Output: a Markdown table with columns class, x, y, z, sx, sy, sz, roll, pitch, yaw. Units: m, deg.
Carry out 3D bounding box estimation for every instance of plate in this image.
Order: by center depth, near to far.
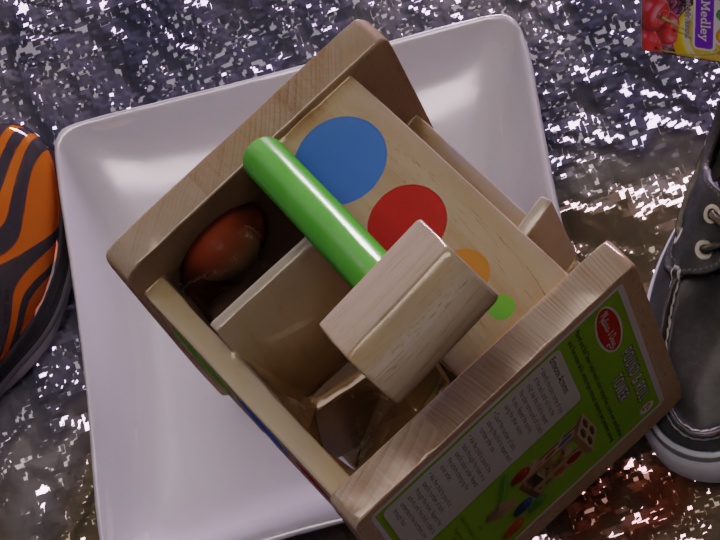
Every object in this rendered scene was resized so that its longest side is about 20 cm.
| class | x | y | z | sx | sy | sz | roll | pitch | yaw |
| --- | --- | --- | --- | --- | --- | --- | --- | --- | --- |
| plate | -0.013 | 0.011 | 0.976 | 0.199 | 0.032 | 0.200 | -14 | 63 | 8 |

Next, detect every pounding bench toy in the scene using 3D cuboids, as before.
| class | x | y | z | sx | sy | sz | roll | pitch | yaw |
| --- | --- | --- | --- | --- | --- | --- | --- | --- | --- |
| pounding bench toy | 0.000 | 0.000 | 0.846 | 0.124 | 0.200 | 0.156 | -42 | 64 | -5 |

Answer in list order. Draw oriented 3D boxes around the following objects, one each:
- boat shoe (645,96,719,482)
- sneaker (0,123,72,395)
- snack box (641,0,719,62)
| class | x | y | z | sx | sy | sz | roll | pitch | yaw |
| --- | --- | --- | --- | --- | --- | --- | --- | --- | --- |
| boat shoe | 0.147 | -0.021 | 0.935 | 0.068 | 0.057 | 0.201 | 12 | 69 | 19 |
| sneaker | -0.178 | 0.017 | 0.970 | 0.077 | 0.112 | 0.201 | 14 | 70 | 19 |
| snack box | 0.199 | -0.141 | 0.930 | 0.142 | 0.053 | 0.200 | 10 | 38 | 19 |
